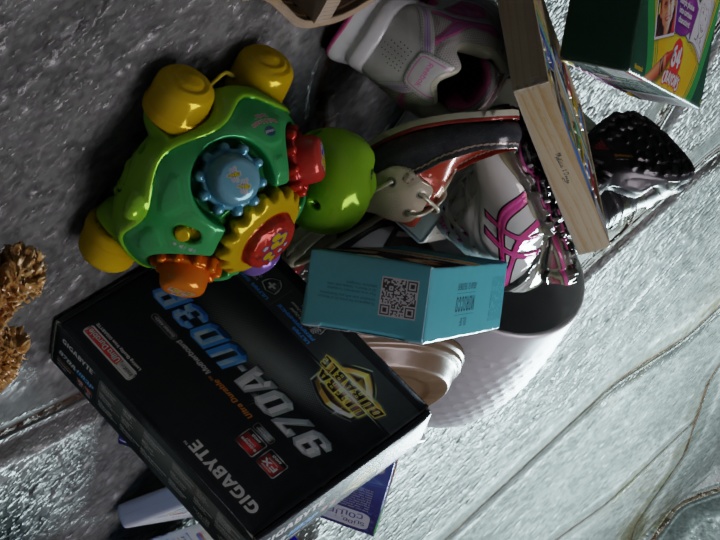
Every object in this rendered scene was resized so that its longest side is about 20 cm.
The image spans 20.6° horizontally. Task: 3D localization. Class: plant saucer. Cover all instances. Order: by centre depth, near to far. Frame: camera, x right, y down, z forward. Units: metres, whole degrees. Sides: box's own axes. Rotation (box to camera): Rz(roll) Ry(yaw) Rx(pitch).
[{"bbox_3d":[-0.018,0.086,1.517,0.199,0.030,0.200,-5,160,-2],"label":"plant saucer"}]

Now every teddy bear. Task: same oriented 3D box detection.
[{"bbox_3d":[-0.234,0.030,1.080,0.145,0.067,0.201,-30,154,-34],"label":"teddy bear"}]

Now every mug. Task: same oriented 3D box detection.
[{"bbox_3d":[0.061,0.046,1.630,0.199,0.148,0.176,-3,144,-27],"label":"mug"}]

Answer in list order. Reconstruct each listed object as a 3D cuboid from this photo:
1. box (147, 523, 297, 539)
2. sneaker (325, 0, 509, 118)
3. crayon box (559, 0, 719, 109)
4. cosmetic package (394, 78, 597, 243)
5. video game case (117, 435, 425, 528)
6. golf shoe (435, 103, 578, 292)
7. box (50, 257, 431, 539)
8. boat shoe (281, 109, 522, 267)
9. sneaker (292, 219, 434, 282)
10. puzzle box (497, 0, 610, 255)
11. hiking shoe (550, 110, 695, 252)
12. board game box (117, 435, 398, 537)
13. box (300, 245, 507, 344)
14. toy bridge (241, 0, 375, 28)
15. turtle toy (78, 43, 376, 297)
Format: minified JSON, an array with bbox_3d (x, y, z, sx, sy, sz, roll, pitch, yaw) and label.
[{"bbox_3d":[-0.154,0.305,1.687,0.184,0.105,0.200,-45,162,24],"label":"box"},{"bbox_3d":[0.060,-0.136,1.325,0.082,0.088,0.200,-55,159,24],"label":"sneaker"},{"bbox_3d":[0.211,-0.217,1.417,0.200,0.058,0.174,7,95,-67],"label":"crayon box"},{"bbox_3d":[0.095,-0.087,1.516,0.104,0.073,0.200,-55,159,21],"label":"cosmetic package"},{"bbox_3d":[-0.068,0.164,1.605,0.199,0.023,0.182,-22,169,22],"label":"video game case"},{"bbox_3d":[0.095,-0.041,1.387,0.091,0.073,0.200,-12,146,8],"label":"golf shoe"},{"bbox_3d":[-0.078,0.074,1.285,0.159,0.200,0.046,-32,157,-32],"label":"box"},{"bbox_3d":[0.022,-0.057,1.297,0.199,0.063,0.071,-18,168,31],"label":"boat shoe"},{"bbox_3d":[0.000,0.000,1.448,0.200,0.098,0.071,-7,132,-60],"label":"sneaker"},{"bbox_3d":[0.129,-0.118,1.348,0.025,0.134,0.200,-15,146,11],"label":"puzzle box"},{"bbox_3d":[0.179,-0.063,1.545,0.199,0.076,0.101,-10,148,-46],"label":"hiking shoe"},{"bbox_3d":[-0.070,0.109,1.381,0.136,0.199,0.035,104,7,-56],"label":"board game box"},{"bbox_3d":[0.033,0.013,1.305,0.200,0.082,0.050,-4,102,-73],"label":"box"},{"bbox_3d":[-0.019,-0.176,1.178,0.200,0.027,0.067,-19,148,-52],"label":"toy bridge"},{"bbox_3d":[-0.070,-0.052,1.202,0.200,0.101,0.146,-22,149,-50],"label":"turtle toy"}]
